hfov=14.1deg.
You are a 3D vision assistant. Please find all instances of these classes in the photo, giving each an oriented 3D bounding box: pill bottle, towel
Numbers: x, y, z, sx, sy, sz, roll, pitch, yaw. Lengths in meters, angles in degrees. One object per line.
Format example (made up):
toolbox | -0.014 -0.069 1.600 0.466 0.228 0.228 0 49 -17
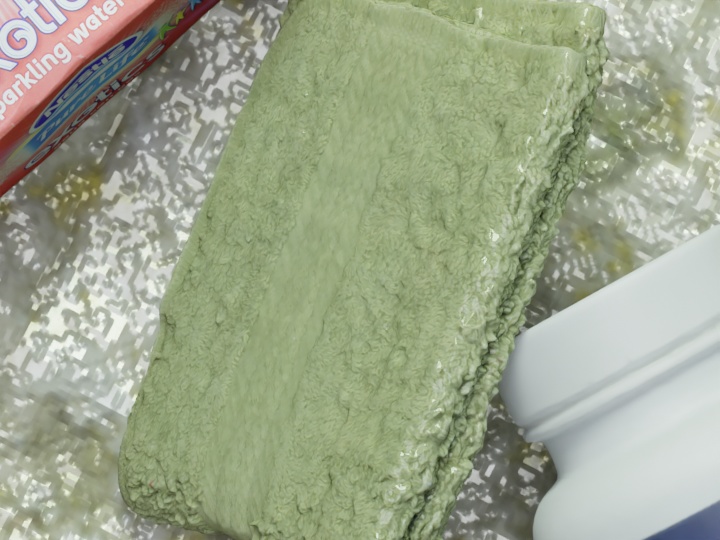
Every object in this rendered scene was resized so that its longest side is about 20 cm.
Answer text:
pill bottle | 0.124 0.094 0.925 0.119 0.120 0.201 -29 87 -1
towel | 0.000 0.000 0.933 0.036 0.148 0.201 23 85 -43

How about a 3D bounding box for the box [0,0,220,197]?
box | -0.122 -0.094 0.945 0.200 0.095 0.103 -41 87 -2
